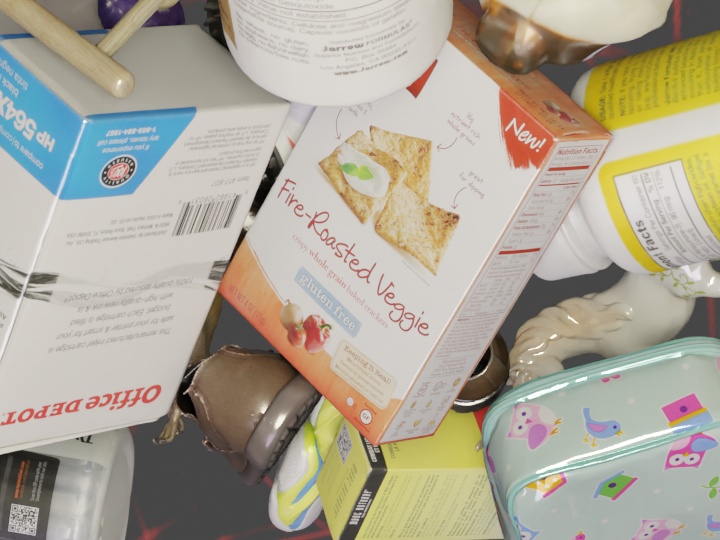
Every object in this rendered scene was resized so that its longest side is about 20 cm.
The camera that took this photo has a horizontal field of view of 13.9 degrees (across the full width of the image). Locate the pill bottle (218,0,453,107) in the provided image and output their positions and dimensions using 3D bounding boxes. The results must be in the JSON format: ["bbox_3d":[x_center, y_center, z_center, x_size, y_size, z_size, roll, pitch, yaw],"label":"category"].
[{"bbox_3d":[-0.017,-0.178,1.359,0.114,0.115,0.200,6,145,9],"label":"pill bottle"}]

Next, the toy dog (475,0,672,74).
[{"bbox_3d":[0.089,-0.186,1.425,0.193,0.140,0.200,2,134,25],"label":"toy dog"}]

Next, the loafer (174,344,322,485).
[{"bbox_3d":[-0.063,0.068,1.633,0.071,0.073,0.200,36,170,1],"label":"loafer"}]

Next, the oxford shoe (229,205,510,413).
[{"bbox_3d":[0.000,0.000,1.633,0.200,0.073,0.084,32,172,6],"label":"oxford shoe"}]

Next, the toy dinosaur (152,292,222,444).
[{"bbox_3d":[-0.113,0.030,1.701,0.058,0.101,0.200,16,143,33],"label":"toy dinosaur"}]

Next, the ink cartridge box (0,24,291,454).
[{"bbox_3d":[-0.141,-0.017,1.507,0.084,0.146,0.201,41,120,31],"label":"ink cartridge box"}]

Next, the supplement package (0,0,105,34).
[{"bbox_3d":[-0.202,-0.049,1.633,0.119,0.122,0.201,9,133,5],"label":"supplement package"}]

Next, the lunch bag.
[{"bbox_3d":[0.156,0.124,1.644,0.160,0.077,0.200,-18,143,0],"label":"lunch bag"}]

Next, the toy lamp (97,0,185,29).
[{"bbox_3d":[-0.067,-0.186,1.516,0.058,0.058,0.200,30,132,-14],"label":"toy lamp"}]

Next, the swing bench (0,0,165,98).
[{"bbox_3d":[-0.164,-0.222,1.397,0.199,0.130,0.199,22,137,19],"label":"swing bench"}]

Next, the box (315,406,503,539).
[{"bbox_3d":[0.080,0.117,1.710,0.199,0.050,0.075,0,138,-21],"label":"box"}]

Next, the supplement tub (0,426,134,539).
[{"bbox_3d":[-0.247,0.135,1.814,0.199,0.123,0.123,9,134,5],"label":"supplement tub"}]

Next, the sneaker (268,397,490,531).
[{"bbox_3d":[0.015,0.095,1.743,0.105,0.076,0.200,19,133,-5],"label":"sneaker"}]

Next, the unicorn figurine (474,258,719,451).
[{"bbox_3d":[0.167,0.029,1.657,0.137,0.074,0.201,21,117,-6],"label":"unicorn figurine"}]

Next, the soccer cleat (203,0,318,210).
[{"bbox_3d":[-0.034,-0.110,1.557,0.068,0.073,0.200,38,151,29],"label":"soccer cleat"}]

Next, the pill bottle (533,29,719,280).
[{"bbox_3d":[0.176,-0.063,1.530,0.199,0.115,0.114,-14,127,25],"label":"pill bottle"}]

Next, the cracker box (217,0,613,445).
[{"bbox_3d":[0.025,-0.029,1.530,0.134,0.058,0.200,43,116,27],"label":"cracker box"}]
